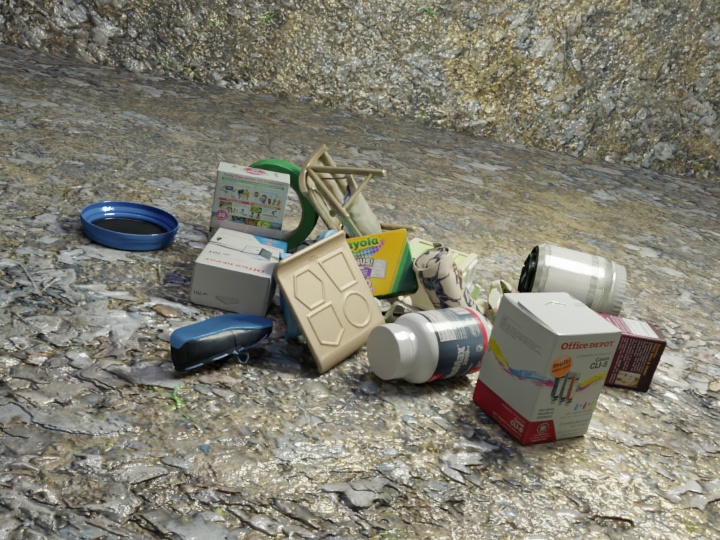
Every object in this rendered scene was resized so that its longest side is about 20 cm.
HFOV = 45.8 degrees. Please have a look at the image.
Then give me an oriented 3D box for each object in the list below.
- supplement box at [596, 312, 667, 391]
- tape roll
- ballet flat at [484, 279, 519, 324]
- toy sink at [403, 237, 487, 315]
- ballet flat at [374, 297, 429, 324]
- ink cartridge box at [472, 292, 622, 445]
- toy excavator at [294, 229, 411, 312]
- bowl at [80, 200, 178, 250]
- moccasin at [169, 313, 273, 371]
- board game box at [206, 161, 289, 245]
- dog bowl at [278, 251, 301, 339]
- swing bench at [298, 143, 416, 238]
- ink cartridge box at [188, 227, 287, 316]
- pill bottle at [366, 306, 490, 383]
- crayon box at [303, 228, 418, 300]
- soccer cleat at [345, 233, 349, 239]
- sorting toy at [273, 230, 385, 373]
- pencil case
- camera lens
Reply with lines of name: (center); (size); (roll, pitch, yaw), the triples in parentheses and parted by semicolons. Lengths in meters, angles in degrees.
supplement box: (0.455, 0.147, 1.609); (0.199, 0.111, 0.086); (10, 21, -6)
tape roll: (-0.189, -0.138, 1.844); (0.200, 0.201, 0.048); (15, 21, 5)
ballet flat: (0.290, 0.059, 1.762); (0.068, 0.067, 0.200); (-21, 18, 18)
toy sink: (0.176, 0.018, 1.777); (0.199, 0.112, 0.130); (19, 22, 17)
ballet flat: (0.044, 0.086, 1.568); (0.199, 0.067, 0.068); (6, 26, -16)
ink cartridge box: (0.298, 0.152, 1.381); (0.145, 0.201, 0.145); (-1, 25, -31)
toy excavator: (-0.010, 0.010, 1.687); (0.199, 0.195, 0.100); (-8, 8, 32)
bowl: (-0.484, -0.094, 1.789); (0.200, 0.040, 0.201); (11, 21, -4)
moccasin: (-0.227, 0.115, 1.370); (0.080, 0.068, 0.200); (21, 20, 41)
board game box: (-0.231, -0.106, 1.737); (0.147, 0.201, 0.064); (10, 22, -7)
dog bowl: (-0.115, 0.042, 1.528); (0.049, 0.112, 0.200); (-2, 28, -9)
swing bench: (-0.020, -0.130, 1.776); (0.200, 0.130, 0.199); (28, -17, 40)
ink cartridge box: (-0.229, 0.000, 1.632); (0.146, 0.086, 0.200); (12, 20, -1)
pill bottle: (0.115, 0.129, 1.451); (0.199, 0.120, 0.120); (-5, 27, -36)
crayon box: (0.000, 0.000, 1.613); (0.199, 0.119, 0.058); (-11, -12, -4)
soccer cleat: (0.012, -0.038, 1.874); (0.199, 0.073, 0.068); (0, -24, 34)
sorting toy: (-0.053, 0.051, 1.454); (0.036, 0.201, 0.185); (-16, 9, 43)
pencil case: (0.173, 0.048, 1.595); (0.078, 0.200, 0.089); (-19, 20, 33)
camera lens: (0.443, 0.037, 1.811); (0.199, 0.160, 0.160); (13, 21, 2)
